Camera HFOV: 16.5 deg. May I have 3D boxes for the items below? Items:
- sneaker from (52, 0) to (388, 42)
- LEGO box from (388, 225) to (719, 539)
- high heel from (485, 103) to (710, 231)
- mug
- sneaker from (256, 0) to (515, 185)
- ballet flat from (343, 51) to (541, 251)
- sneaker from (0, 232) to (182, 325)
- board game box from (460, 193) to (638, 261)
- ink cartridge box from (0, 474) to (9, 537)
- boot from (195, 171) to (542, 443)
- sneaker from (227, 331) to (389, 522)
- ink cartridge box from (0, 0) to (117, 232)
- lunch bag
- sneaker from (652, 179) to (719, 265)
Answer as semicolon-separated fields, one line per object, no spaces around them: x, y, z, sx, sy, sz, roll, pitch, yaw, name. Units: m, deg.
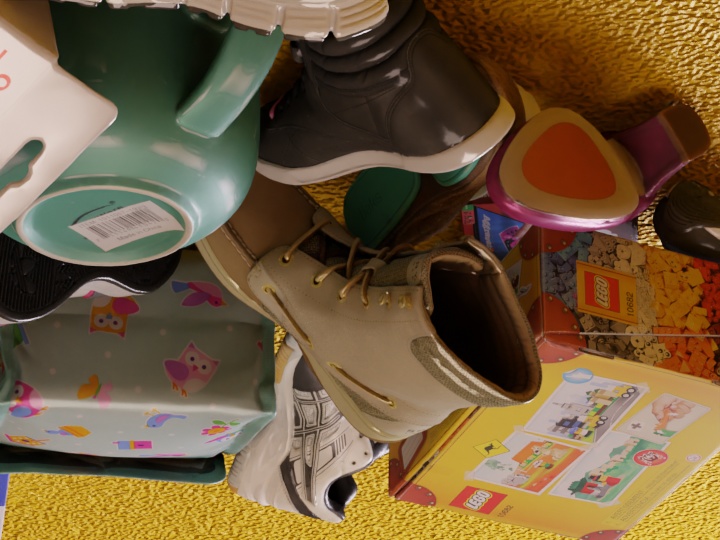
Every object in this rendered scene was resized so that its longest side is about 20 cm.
-0.081;-0.163;1.093;0.198;0.078;0.091;9;116;5;sneaker
0.121;0.068;1.397;0.148;0.078;0.200;14;145;-19;LEGO box
0.100;-0.042;1.288;0.096;0.068;0.200;-34;176;35;high heel
-0.121;-0.078;1.199;0.151;0.115;0.185;3;155;-11;mug
-0.013;-0.101;1.232;0.199;0.071;0.100;0;129;55;sneaker
0.054;-0.064;1.315;0.072;0.068;0.200;-13;161;-25;ballet flat
-0.190;-0.006;1.345;0.120;0.084;0.200;-5;-174;28;sneaker
0.114;-0.005;1.484;0.102;0.020;0.200;-5;154;3;board game box
-0.295;0.149;1.742;0.093;0.045;0.200;1;154;-10;ink cartridge box
0.000;0.000;1.306;0.200;0.072;0.154;51;153;-10;boot
-0.014;0.072;1.507;0.087;0.076;0.201;24;133;3;sneaker
-0.216;-0.103;1.101;0.116;0.068;0.200;-41;124;17;ink cartridge box
-0.148;0.062;1.488;0.169;0.123;0.200;3;162;-15;lunch bag
0.212;0.018;1.437;0.085;0.074;0.200;-49;143;3;sneaker
